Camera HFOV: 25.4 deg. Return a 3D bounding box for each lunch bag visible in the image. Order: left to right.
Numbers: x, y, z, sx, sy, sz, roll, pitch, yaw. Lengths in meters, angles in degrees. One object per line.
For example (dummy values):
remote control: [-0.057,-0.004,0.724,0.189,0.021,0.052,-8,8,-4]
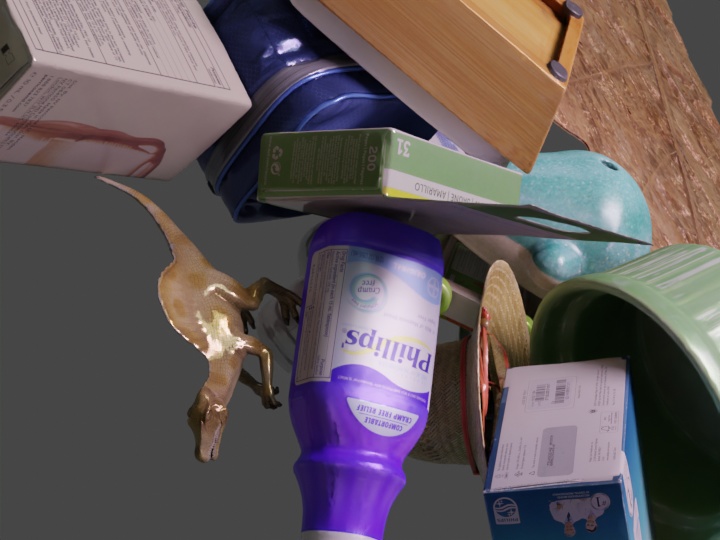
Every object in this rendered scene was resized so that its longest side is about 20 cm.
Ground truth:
lunch bag: [-0.027,-0.111,1.094,0.199,0.136,0.133,-12,62,-50]

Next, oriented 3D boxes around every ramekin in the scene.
ramekin: [0.213,0.080,1.069,0.097,0.200,0.201,-25,76,-27]

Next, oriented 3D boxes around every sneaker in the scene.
sneaker: [0.000,0.000,1.082,0.075,0.088,0.200,47,25,-9]

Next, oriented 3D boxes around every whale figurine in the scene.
whale figurine: [0.128,-0.050,1.178,0.199,0.104,0.160,23,25,-23]

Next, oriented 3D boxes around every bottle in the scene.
bottle: [0.000,0.070,0.933,0.083,0.065,0.202,17,70,-26]

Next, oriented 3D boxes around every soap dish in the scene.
soap dish: [0.058,-0.172,1.054,0.200,0.081,0.158,39,32,-9]

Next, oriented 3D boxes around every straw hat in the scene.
straw hat: [0.060,0.088,1.063,0.201,0.084,0.203,-5,90,-75]

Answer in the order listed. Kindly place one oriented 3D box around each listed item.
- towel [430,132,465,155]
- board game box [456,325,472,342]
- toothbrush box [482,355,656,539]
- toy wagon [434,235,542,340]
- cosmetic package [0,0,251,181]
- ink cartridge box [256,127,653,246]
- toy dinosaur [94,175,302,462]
towel: [-0.001,-0.114,1.248,0.199,0.024,0.148,0,55,-42]
board game box: [0.173,0.071,1.240,0.198,0.026,0.200,16,29,-4]
toothbrush box: [0.139,0.178,0.999,0.147,0.084,0.202,-69,149,-61]
toy wagon: [0.116,0.016,1.226,0.199,0.040,0.155,25,27,2]
cosmetic package: [-0.169,-0.122,0.946,0.199,0.087,0.104,5,51,-57]
ink cartridge box: [0.057,-0.049,0.957,0.145,0.199,0.048,12,82,-51]
toy dinosaur: [-0.087,0.017,0.944,0.101,0.058,0.201,19,41,-49]
